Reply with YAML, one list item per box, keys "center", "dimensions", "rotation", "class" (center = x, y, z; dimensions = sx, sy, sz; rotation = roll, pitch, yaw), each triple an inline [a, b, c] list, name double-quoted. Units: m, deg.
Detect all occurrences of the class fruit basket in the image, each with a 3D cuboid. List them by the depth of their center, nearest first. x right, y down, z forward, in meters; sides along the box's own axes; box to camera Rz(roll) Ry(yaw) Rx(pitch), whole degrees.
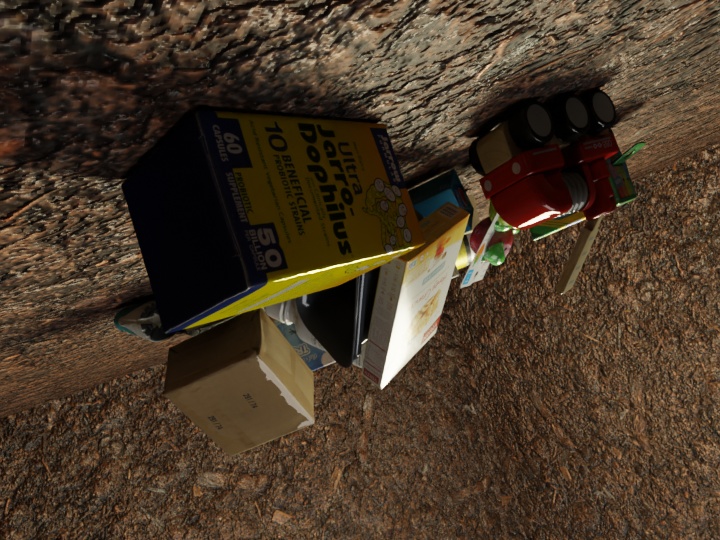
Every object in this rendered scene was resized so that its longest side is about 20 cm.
- center: [0.212, -0.069, 0.820]
  dimensions: [0.092, 0.206, 0.184]
  rotation: [23, -169, 19]
  class: "fruit basket"

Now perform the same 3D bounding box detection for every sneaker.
- center: [-0.312, 0.070, 0.929]
  dimensions: [0.077, 0.081, 0.199]
  rotation: [-1, 178, 23]
  class: "sneaker"

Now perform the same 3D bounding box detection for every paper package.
- center: [-0.192, 0.186, 0.934]
  dimensions: [0.186, 0.202, 0.105]
  rotation: [-23, -141, 13]
  class: "paper package"

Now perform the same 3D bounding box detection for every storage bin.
- center: [-0.003, -0.006, 0.727]
  dimensions: [0.132, 0.145, 0.204]
  rotation: [-27, 142, -30]
  class: "storage bin"

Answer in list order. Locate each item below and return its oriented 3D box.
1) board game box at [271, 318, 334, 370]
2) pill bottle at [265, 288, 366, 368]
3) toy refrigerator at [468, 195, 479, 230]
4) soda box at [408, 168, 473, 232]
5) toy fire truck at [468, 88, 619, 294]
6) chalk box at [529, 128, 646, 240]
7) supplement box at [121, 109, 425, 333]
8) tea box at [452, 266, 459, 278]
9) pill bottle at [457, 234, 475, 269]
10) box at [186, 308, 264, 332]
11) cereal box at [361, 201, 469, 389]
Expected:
- center: [-0.128, 0.097, 1.090]
  dimensions: [0.195, 0.205, 0.043]
  rotation: [-18, 176, -22]
  class: "board game box"
- center: [-0.039, 0.064, 0.858]
  dimensions: [0.195, 0.118, 0.114]
  rotation: [22, -175, 13]
  class: "pill bottle"
- center: [0.133, -0.090, 0.958]
  dimensions: [0.074, 0.073, 0.198]
  rotation: [-14, 178, 30]
  class: "toy refrigerator"
- center: [0.059, -0.062, 0.810]
  dimensions: [0.196, 0.069, 0.065]
  rotation: [-23, -156, 28]
  class: "soda box"
- center: [0.225, -0.077, 0.656]
  dimensions: [0.172, 0.206, 0.128]
  rotation: [-17, 174, -31]
  class: "toy fire truck"
- center: [0.368, -0.149, 0.931]
  dimensions: [0.197, 0.128, 0.123]
  rotation: [-24, 174, 40]
  class: "chalk box"
- center: [-0.056, -0.041, 0.434]
  dimensions: [0.108, 0.112, 0.197]
  rotation: [-23, 175, 38]
  class: "supplement box"
- center: [0.059, -0.003, 1.181]
  dimensions: [0.193, 0.138, 0.198]
  rotation: [-17, 174, -36]
  class: "tea box"
- center: [0.169, -0.040, 1.372]
  dimensions: [0.194, 0.118, 0.114]
  rotation: [-20, 175, -3]
  class: "pill bottle"
- center: [-0.206, 0.042, 0.949]
  dimensions: [0.080, 0.070, 0.198]
  rotation: [-23, 175, 29]
  class: "box"
- center: [0.067, 0.032, 0.708]
  dimensions: [0.143, 0.039, 0.205]
  rotation: [-36, 145, -42]
  class: "cereal box"
